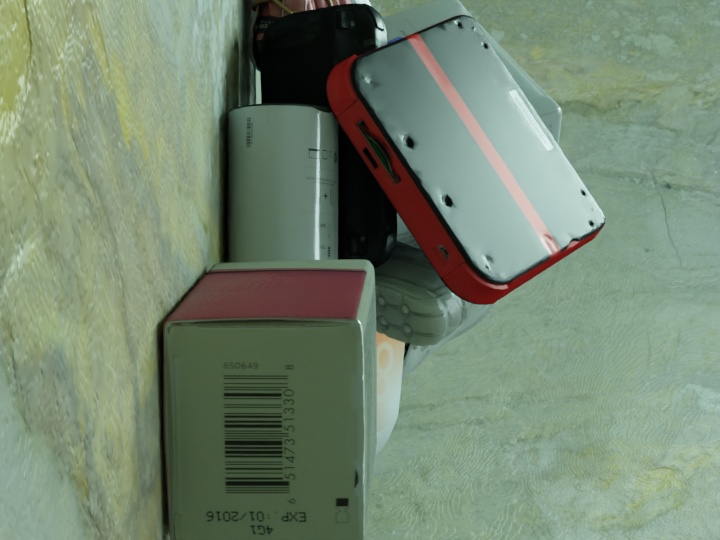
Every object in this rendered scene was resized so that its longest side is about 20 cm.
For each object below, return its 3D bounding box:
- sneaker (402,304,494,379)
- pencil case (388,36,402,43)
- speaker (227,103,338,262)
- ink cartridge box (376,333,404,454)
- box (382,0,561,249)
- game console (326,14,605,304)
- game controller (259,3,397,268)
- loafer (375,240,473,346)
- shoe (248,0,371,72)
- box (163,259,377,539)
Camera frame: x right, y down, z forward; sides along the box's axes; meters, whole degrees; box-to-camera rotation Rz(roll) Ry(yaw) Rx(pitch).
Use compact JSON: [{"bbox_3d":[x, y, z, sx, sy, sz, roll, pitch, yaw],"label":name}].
[{"bbox_3d":[0.057,0.038,1.361,0.200,0.076,0.080,-49,172,13],"label":"sneaker"},{"bbox_3d":[0.055,-0.084,1.197,0.200,0.078,0.087,53,13,10],"label":"pencil case"},{"bbox_3d":[-0.054,-0.012,1.098,0.081,0.081,0.201,55,35,-86],"label":"speaker"},{"bbox_3d":[-0.027,0.139,1.219,0.162,0.050,0.201,7,85,-60],"label":"ink cartridge box"},{"bbox_3d":[0.050,-0.111,1.448,0.199,0.199,0.172,53,-26,39],"label":"box"},{"bbox_3d":[0.078,-0.084,1.131,0.177,0.031,0.200,-28,84,-48],"label":"game console"},{"bbox_3d":[-0.026,-0.097,1.160,0.042,0.104,0.201,8,77,-57],"label":"game controller"},{"bbox_3d":[0.000,0.000,1.201,0.070,0.199,0.070,-34,137,-40],"label":"loafer"},{"bbox_3d":[-0.053,-0.219,1.220,0.091,0.071,0.201,-48,127,-29],"label":"shoe"},{"bbox_3d":[-0.047,0.071,0.920,0.200,0.108,0.129,-77,166,-81],"label":"box"}]
